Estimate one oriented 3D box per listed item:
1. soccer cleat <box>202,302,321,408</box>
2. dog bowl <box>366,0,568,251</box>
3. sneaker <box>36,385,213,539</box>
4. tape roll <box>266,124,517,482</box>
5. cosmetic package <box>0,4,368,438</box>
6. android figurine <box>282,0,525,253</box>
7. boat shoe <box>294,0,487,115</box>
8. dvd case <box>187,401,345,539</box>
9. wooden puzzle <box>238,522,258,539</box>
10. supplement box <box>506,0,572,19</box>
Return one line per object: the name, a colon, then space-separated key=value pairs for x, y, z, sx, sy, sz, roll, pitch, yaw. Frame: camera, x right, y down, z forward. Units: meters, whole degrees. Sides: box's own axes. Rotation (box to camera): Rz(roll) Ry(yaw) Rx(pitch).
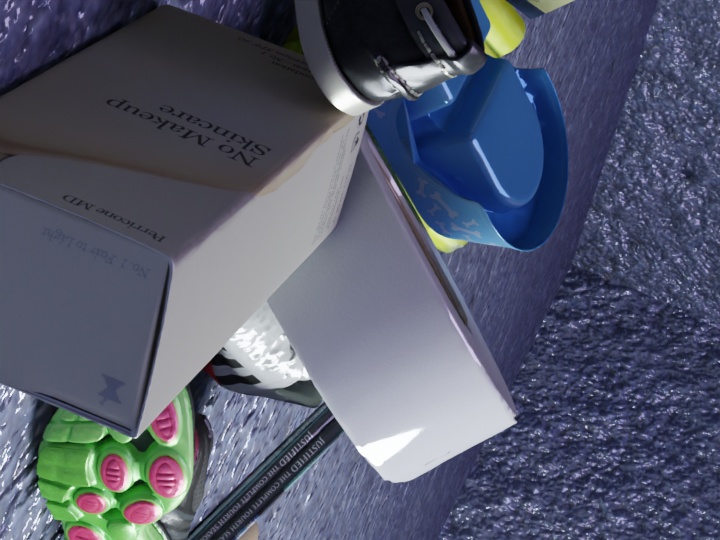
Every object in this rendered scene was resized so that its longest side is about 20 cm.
soccer cleat: x=-0.053 y=0.021 z=0.898 sx=0.200 sy=0.085 sz=0.069 roll=90 pitch=25 yaw=-64
dog bowl: x=0.045 y=-0.097 z=0.876 sx=0.200 sy=0.049 sz=0.112 roll=58 pitch=43 yaw=-33
sneaker: x=-0.112 y=0.090 z=0.820 sx=0.200 sy=0.076 sz=0.084 roll=107 pitch=-3 yaw=-57
tape roll: x=0.000 y=0.000 z=0.815 sx=0.071 sy=0.203 sz=0.202 roll=-28 pitch=170 yaw=4
cosmetic package: x=-0.078 y=-0.028 z=0.625 sx=0.200 sy=0.103 sz=0.073 roll=-51 pitch=160 yaw=-62
android figurine: x=0.023 y=-0.093 z=0.948 sx=0.182 sy=0.041 sz=0.200 roll=-57 pitch=138 yaw=-9
boat shoe: x=0.007 y=-0.165 z=0.660 sx=0.072 sy=0.067 sz=0.201 roll=8 pitch=70 yaw=-57
dvd case: x=-0.065 y=0.134 z=0.979 sx=0.200 sy=0.022 sz=0.146 roll=-43 pitch=178 yaw=-13
wooden puzzle: x=-0.136 y=0.282 z=1.174 sx=0.185 sy=0.037 sz=0.201 roll=-34 pitch=140 yaw=-71
supplement box: x=0.126 y=-0.267 z=0.855 sx=0.200 sy=0.134 sz=0.200 roll=-13 pitch=-132 yaw=64
